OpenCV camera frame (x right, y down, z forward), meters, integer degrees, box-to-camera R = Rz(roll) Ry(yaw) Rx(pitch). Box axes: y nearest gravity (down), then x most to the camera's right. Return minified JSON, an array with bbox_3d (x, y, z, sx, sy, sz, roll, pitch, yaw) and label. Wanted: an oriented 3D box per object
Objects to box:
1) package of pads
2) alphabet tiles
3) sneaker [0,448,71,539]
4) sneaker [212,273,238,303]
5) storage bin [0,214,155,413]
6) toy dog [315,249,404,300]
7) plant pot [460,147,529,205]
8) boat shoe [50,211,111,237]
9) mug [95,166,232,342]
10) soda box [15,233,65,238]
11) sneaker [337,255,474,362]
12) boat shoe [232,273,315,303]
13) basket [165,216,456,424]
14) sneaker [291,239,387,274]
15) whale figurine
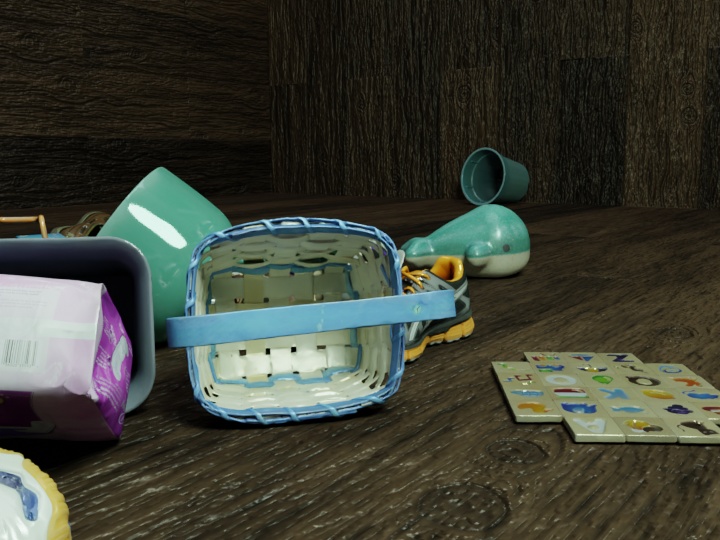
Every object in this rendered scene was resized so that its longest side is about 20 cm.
[{"bbox_3d":[-0.241,0.052,0.431,0.195,0.077,0.121,4,-26,-7],"label":"package of pads"},{"bbox_3d":[0.191,0.092,0.564,0.163,0.006,0.200,0,9,3],"label":"alphabet tiles"},{"bbox_3d":[-0.215,0.101,0.308,0.197,0.077,0.088,4,10,32],"label":"sneaker"},{"bbox_3d":[-0.210,0.009,0.877,0.196,0.082,0.073,-3,7,-28],"label":"sneaker"},{"bbox_3d":[-0.259,0.035,0.568,0.196,0.149,0.134,-3,-1,-14],"label":"storage bin"},{"bbox_3d":[0.000,0.000,0.855,0.197,0.099,0.131,8,12,41],"label":"toy dog"},{"bbox_3d":[0.501,-0.331,2.659,0.194,0.205,0.198,1,5,-43],"label":"plant pot"},{"bbox_3d":[-0.512,-0.064,1.402,0.066,0.073,0.200,5,19,8],"label":"boat shoe"},{"bbox_3d":[-0.191,-0.013,0.739,0.114,0.153,0.186,36,27,-8],"label":"mug"},{"bbox_3d":[-0.436,-0.008,1.019,0.063,0.069,0.199,-6,11,-28],"label":"soda box"},{"bbox_3d":[0.042,0.036,0.699,0.077,0.079,0.199,8,14,35],"label":"sneaker"},{"bbox_3d":[-0.099,0.036,0.727,0.069,0.072,0.199,3,-2,-22],"label":"boat shoe"},{"bbox_3d":[-0.046,0.034,0.507,0.173,0.142,0.200,-3,0,-16],"label":"basket"},{"bbox_3d":[-0.055,-0.017,1.056,0.196,0.071,0.099,2,12,19],"label":"sneaker"},{"bbox_3d":[0.160,-0.047,1.117,0.195,0.106,0.159,-1,9,-2],"label":"whale figurine"}]
